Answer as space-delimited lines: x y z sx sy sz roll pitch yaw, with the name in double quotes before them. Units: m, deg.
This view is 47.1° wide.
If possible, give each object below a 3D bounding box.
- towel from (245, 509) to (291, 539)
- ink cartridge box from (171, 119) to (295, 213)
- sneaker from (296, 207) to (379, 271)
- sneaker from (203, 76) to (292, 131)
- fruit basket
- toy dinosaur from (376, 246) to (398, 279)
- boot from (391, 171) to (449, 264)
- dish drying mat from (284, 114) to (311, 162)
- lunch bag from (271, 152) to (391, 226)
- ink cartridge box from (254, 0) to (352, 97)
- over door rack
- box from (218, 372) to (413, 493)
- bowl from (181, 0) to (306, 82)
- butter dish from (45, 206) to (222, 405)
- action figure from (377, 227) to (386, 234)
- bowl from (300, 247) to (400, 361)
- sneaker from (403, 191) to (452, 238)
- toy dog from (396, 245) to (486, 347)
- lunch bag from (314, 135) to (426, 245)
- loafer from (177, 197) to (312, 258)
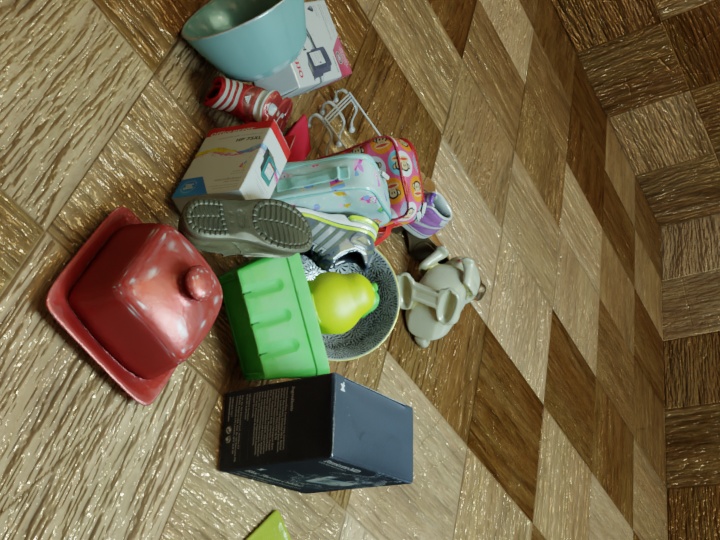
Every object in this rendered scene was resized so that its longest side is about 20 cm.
"towel" -0.150 0.414 1.118 0.200 0.018 0.086 -33 106 -57
"ink cartridge box" -0.180 -0.153 1.211 0.200 0.116 0.067 -73 149 -41
"sneaker" -0.068 -0.044 1.248 0.200 0.074 0.081 3 66 -11
"sneaker" -0.178 -0.265 1.312 0.200 0.115 0.078 82 32 -84
"fruit basket" -0.083 0.057 1.210 0.215 0.155 0.216 5 80 -28
"toy dinosaur" 0.024 -0.013 1.535 0.101 0.058 0.200 52 38 -30
"boot" 0.135 -0.113 1.727 0.200 0.074 0.155 45 47 -34
"dish drying mat" -0.128 -0.185 1.390 0.200 0.018 0.077 -64 154 -49
"lunch bag" -0.053 -0.116 1.282 0.160 0.200 0.077 54 30 -62
"ink cartridge box" -0.115 -0.387 1.452 0.200 0.084 0.145 -37 108 -57
"over door rack" -0.005 -0.237 1.562 0.200 0.067 0.148 44 38 -9
"box" -0.059 0.236 1.164 0.197 0.200 0.118 32 52 -47
"bowl" -0.162 -0.366 1.274 0.105 0.201 0.201 63 33 -34
"butter dish" -0.243 0.030 1.015 0.200 0.148 0.200 55 36 -28
"action figure" 0.000 0.000 1.409 0.052 0.200 0.065 0 39 -27
"bowl" -0.044 0.046 1.338 0.201 0.094 0.201 1 85 -12
"sneaker" 0.087 -0.141 1.587 0.200 0.114 0.073 25 63 -20
"toy dog" 0.179 0.047 1.661 0.200 0.139 0.194 -39 131 -48
"lunch bag" 0.011 -0.129 1.431 0.082 0.200 0.176 -7 86 -57
"loafer" -0.156 -0.056 1.103 0.200 0.067 0.076 10 68 -37
